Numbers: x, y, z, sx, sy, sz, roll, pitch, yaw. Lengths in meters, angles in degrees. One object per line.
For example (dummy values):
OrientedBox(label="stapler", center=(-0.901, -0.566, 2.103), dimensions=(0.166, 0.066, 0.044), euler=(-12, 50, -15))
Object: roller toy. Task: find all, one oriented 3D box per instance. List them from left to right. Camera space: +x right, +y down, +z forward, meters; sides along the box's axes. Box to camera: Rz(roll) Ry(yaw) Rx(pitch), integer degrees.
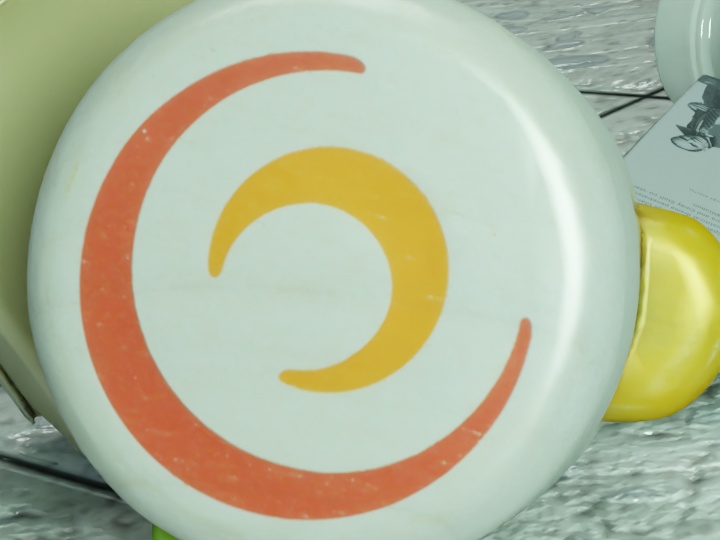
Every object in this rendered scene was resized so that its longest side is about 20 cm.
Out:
OrientedBox(label="roller toy", center=(0.000, 0.000, 0.760), dimensions=(0.200, 0.183, 0.140), euler=(-33, -6, 9))

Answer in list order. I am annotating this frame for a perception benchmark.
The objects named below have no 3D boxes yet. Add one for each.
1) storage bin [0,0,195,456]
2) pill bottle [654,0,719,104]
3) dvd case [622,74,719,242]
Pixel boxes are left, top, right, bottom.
OrientedBox(label="storage bin", center=(-0.077, -0.059, 0.868), dimensions=(0.198, 0.200, 0.094), euler=(-40, 35, -12))
OrientedBox(label="pill bottle", center=(0.242, -0.106, 1.115), dimensions=(0.200, 0.111, 0.111), euler=(7, 24, 41))
OrientedBox(label="dvd case", center=(0.170, -0.014, 0.912), dimensions=(0.150, 0.025, 0.200), euler=(24, 28, 14))
